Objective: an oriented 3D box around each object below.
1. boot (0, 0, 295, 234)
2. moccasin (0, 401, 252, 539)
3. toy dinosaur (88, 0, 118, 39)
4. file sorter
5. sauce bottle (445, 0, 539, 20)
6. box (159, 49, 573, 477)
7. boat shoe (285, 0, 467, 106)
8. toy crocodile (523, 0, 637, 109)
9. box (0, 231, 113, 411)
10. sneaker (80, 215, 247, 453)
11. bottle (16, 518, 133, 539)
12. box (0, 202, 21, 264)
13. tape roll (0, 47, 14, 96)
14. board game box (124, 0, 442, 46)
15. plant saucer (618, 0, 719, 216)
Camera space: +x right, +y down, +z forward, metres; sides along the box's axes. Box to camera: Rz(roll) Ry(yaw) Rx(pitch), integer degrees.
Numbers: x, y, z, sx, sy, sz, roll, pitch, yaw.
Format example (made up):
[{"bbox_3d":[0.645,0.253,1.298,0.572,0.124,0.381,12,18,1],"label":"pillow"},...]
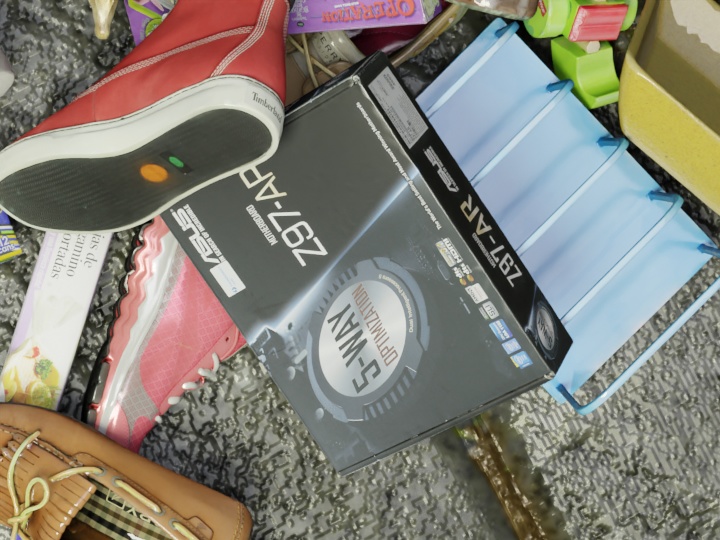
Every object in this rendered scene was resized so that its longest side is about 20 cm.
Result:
[{"bbox_3d":[-0.120,-0.107,1.050,0.072,0.199,0.145,43,41,-41],"label":"boot"},{"bbox_3d":[-0.161,0.134,1.039,0.200,0.078,0.074,27,120,0],"label":"moccasin"},{"bbox_3d":[-0.189,-0.227,1.089,0.058,0.101,0.201,-36,93,-8],"label":"toy dinosaur"},{"bbox_3d":[0.106,-0.033,1.104,0.139,0.123,0.200,-44,94,1],"label":"file sorter"},{"bbox_3d":[0.098,-0.244,1.050,0.064,0.065,0.201,14,105,-7],"label":"sauce bottle"},{"bbox_3d":[0.000,0.000,1.047,0.160,0.044,0.201,-27,103,32],"label":"box"},{"bbox_3d":[-0.018,-0.139,1.127,0.199,0.066,0.074,-36,93,-8],"label":"boat shoe"},{"bbox_3d":[0.146,-0.194,1.125,0.067,0.062,0.201,-6,123,-22],"label":"toy crocodile"},{"bbox_3d":[-0.185,0.037,1.109,0.038,0.041,0.201,17,84,-8],"label":"box"},{"bbox_3d":[-0.109,0.046,1.104,0.086,0.074,0.202,18,86,-9],"label":"sneaker"},{"bbox_3d":[-0.110,0.194,1.100,0.198,0.065,0.084,10,86,-8],"label":"bottle"},{"bbox_3d":[-0.300,-0.004,1.054,0.199,0.064,0.071,-22,91,-27],"label":"box"},{"bbox_3d":[-0.308,-0.122,1.017,0.202,0.203,0.140,-27,91,-8],"label":"tape roll"},{"bbox_3d":[-0.057,-0.194,1.067,0.199,0.032,0.121,0,111,28],"label":"board game box"},{"bbox_3d":[0.232,-0.080,1.122,0.200,0.200,0.048,40,119,-5],"label":"plant saucer"}]
